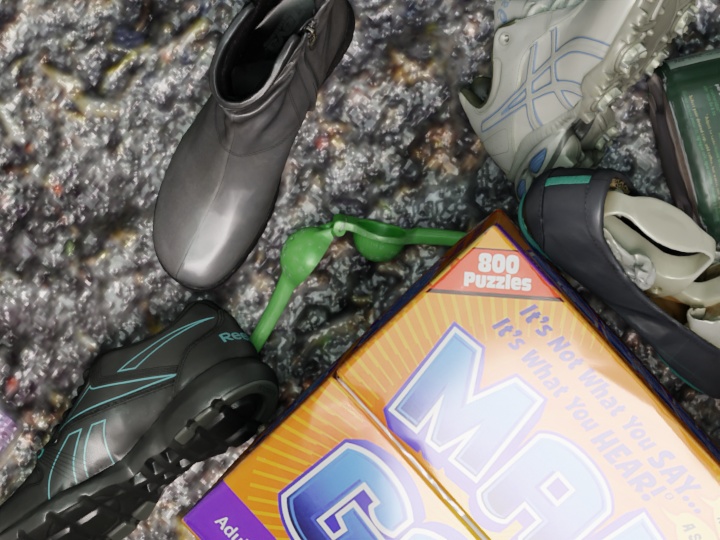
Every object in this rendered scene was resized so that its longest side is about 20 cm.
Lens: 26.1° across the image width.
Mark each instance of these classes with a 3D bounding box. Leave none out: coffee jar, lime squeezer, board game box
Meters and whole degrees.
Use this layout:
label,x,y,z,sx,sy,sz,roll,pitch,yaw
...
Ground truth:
label,x,y,z,sx,sy,sz,roll,pitch,yaw
coffee jar,0.264,-0.089,0.853,0.198,0.085,0.105,-15,91,4
lime squeezer,0.000,0.000,0.890,0.198,0.038,0.071,-23,88,1
board game box,0.064,0.112,0.789,0.200,0.200,0.200,-43,89,7

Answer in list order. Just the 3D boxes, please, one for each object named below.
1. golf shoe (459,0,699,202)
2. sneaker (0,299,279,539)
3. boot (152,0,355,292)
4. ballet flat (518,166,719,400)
label,x,y,z,sx,sy,sz,roll,pitch,yaw
golf shoe,0.108,-0.121,0.822,0.097,0.200,0.078,46,50,13
sneaker,-0.138,0.096,0.889,0.199,0.075,0.080,-36,61,6
boot,-0.067,-0.085,0.848,0.069,0.132,0.201,23,90,3
ballet flat,0.169,0.008,0.821,0.199,0.073,0.073,36,90,-28
